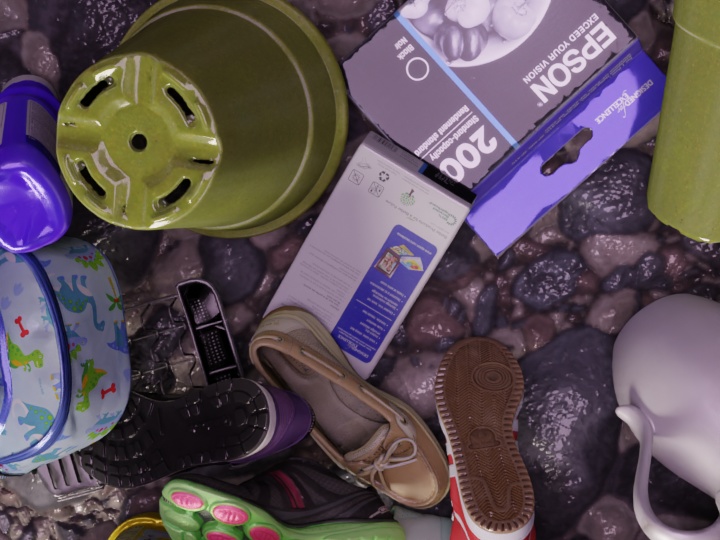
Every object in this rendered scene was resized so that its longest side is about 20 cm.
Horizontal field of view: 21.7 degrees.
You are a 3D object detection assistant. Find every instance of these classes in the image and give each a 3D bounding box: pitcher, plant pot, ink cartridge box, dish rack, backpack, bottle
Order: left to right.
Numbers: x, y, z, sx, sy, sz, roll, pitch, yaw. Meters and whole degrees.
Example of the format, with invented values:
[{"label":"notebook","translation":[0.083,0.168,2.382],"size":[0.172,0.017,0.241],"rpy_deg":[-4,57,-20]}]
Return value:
[{"label":"backpack","translation":[-0.280,0.067,1.414],"size":[0.200,0.147,0.183],"rpy_deg":[-15,83,33]},{"label":"bottle","translation":[-0.253,-0.089,1.413],"size":[0.065,0.200,0.084],"rpy_deg":[-24,119,5]},{"label":"dish rack","translation":[-0.186,0.100,1.499],"size":[0.200,0.055,0.154],"rpy_deg":[-16,93,6]},{"label":"plant pot","translation":[-0.129,-0.105,1.382],"size":[0.200,0.190,0.200],"rpy_deg":[3,103,14]},{"label":"ink cartridge box","translation":[0.000,0.000,1.465],"size":[0.099,0.039,0.200],"rpy_deg":[32,114,0]},{"label":"ink cartridge box","translation":[0.112,-0.145,1.457],"size":[0.198,0.043,0.200],"rpy_deg":[-43,92,7]},{"label":"pitcher","translation":[0.248,0.117,1.382],"size":[0.171,0.200,0.121],"rpy_deg":[-10,136,-24]},{"label":"plant pot","translation":[0.296,-0.117,1.387],"size":[0.200,0.200,0.190],"rpy_deg":[17,110,3]}]

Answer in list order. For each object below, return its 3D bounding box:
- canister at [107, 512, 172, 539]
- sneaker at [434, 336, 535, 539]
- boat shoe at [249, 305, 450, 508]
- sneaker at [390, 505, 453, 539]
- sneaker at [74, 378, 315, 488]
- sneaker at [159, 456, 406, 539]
[{"label":"canister","translation":[-0.141,0.254,1.435],"size":[0.148,0.200,0.087],"rpy_deg":[13,96,4]},{"label":"sneaker","translation":[0.096,0.153,1.450],"size":[0.071,0.200,0.113],"rpy_deg":[-4,135,0]},{"label":"boat shoe","translation":[-0.009,0.115,1.455],"size":[0.073,0.063,0.201],"rpy_deg":[-36,101,22]},{"label":"sneaker","translation":[0.030,0.285,1.486],"size":[0.118,0.074,0.201],"rpy_deg":[20,87,-4]},{"label":"sneaker","translation":[-0.126,0.127,1.435],"size":[0.200,0.088,0.076],"rpy_deg":[-7,80,33]},{"label":"sneaker","translation":[-0.063,0.183,1.413],"size":[0.200,0.084,0.077],"rpy_deg":[15,124,-29]}]
